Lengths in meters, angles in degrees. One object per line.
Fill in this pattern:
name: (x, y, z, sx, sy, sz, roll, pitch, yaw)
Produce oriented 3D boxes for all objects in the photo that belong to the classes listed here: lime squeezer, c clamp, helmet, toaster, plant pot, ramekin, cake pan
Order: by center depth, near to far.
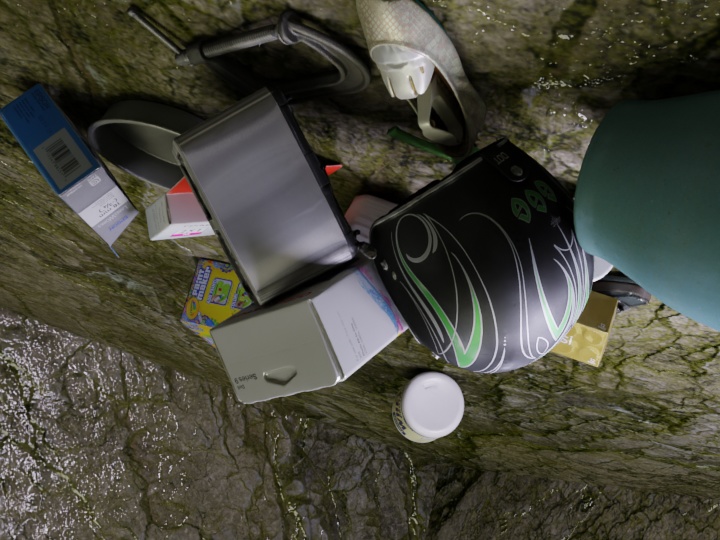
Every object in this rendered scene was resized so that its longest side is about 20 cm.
plant pot: (0.281, -0.054, 0.695, 0.186, 0.202, 0.200, 22, 170, 37)
c clamp: (-0.094, -0.197, 0.812, 0.198, 0.027, 0.170, 2, 159, 37)
helmet: (0.121, -0.003, 0.817, 0.192, 0.199, 0.200, 58, 155, -4)
toaster: (-0.092, -0.070, 0.863, 0.183, 0.118, 0.200, 62, 170, -8)
lime squeezer: (0.113, -0.083, 0.913, 0.070, 0.038, 0.200, -33, 115, 17)
cake pan: (-0.230, -0.147, 1.070, 0.197, 0.037, 0.201, 14, 163, 4)
ramekin: (0.000, 0.000, 1.085, 0.093, 0.205, 0.203, 26, 163, 0)

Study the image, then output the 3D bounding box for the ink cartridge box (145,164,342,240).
ink cartridge box: (-0.139, -0.081, 1.055, 0.197, 0.044, 0.173, -7, 175, -29)

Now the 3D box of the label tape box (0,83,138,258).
label tape box: (-0.348, -0.119, 1.097, 0.145, 0.063, 0.200, 50, 172, 18)

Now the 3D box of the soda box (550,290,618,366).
soda box: (0.225, 0.049, 1.138, 0.197, 0.064, 0.068, 18, 138, 16)

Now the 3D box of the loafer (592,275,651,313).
loafer: (0.298, 0.047, 1.185, 0.198, 0.064, 0.071, -3, 157, 46)

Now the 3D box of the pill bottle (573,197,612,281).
pill bottle: (0.203, -0.010, 0.999, 0.113, 0.116, 0.200, 18, 163, -11)

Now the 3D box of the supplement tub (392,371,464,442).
supplement tub: (0.151, 0.319, 2.029, 0.143, 0.147, 0.200, 16, 163, -3)

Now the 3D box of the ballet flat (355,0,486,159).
ballet flat: (0.056, -0.159, 0.744, 0.067, 0.063, 0.200, 2, 158, 35)

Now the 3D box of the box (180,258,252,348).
box: (-0.199, 0.083, 1.625, 0.189, 0.124, 0.200, 11, 163, 13)

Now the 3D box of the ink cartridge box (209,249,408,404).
ink cartridge box: (-0.030, 0.045, 0.882, 0.144, 0.199, 0.089, -19, 101, 39)
